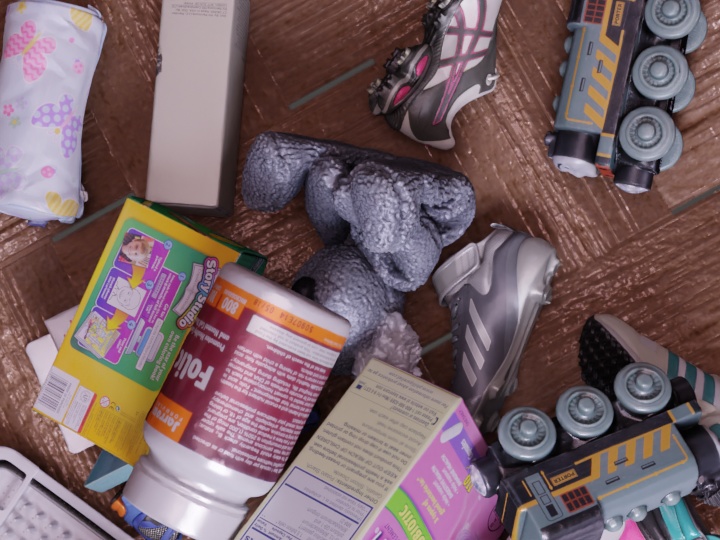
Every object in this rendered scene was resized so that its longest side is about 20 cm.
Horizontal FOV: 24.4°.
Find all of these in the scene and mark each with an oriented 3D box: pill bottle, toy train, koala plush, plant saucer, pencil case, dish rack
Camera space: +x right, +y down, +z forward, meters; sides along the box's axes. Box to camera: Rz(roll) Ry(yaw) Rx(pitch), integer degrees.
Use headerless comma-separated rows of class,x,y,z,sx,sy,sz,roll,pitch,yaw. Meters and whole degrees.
pill bottle,-0.099,0.105,1.303,0.114,0.114,0.200,26,89,7
toy train,0.189,0.152,1.313,0.200,0.085,0.114,-19,60,-16
koala plush,0.000,0.000,1.411,0.177,0.184,0.200,19,100,38
plant saucer,-0.147,0.135,1.437,0.200,0.070,0.019,-26,108,18
toy train,0.227,-0.169,1.429,0.114,0.085,0.200,12,89,19
pencil case,-0.281,-0.141,1.482,0.091,0.083,0.200,5,86,8
dish rack,-0.290,0.271,1.471,0.200,0.044,0.172,34,89,10

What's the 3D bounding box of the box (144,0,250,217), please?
box,-0.142,-0.151,1.470,0.068,0.082,0.200,5,85,6

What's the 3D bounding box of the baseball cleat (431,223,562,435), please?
baseball cleat,0.099,0.057,1.446,0.106,0.070,0.200,23,84,21

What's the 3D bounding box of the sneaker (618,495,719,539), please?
sneaker,0.256,0.258,1.401,0.121,0.084,0.200,-12,83,15

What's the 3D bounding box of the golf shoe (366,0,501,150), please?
golf shoe,0.091,-0.202,1.464,0.088,0.077,0.200,35,92,-13

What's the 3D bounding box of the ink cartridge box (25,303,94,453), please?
ink cartridge box,-0.195,0.072,1.465,0.200,0.068,0.116,-26,83,4

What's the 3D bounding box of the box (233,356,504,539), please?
box,0.017,0.207,1.341,0.097,0.176,0.200,24,65,36

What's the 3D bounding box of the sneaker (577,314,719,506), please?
sneaker,0.273,0.109,1.422,0.093,0.070,0.200,-20,56,-38

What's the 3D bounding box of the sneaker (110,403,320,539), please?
sneaker,-0.117,0.174,1.457,0.200,0.075,0.078,-32,98,7

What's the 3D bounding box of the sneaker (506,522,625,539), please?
sneaker,0.143,0.252,1.320,0.200,0.099,0.078,-35,116,-16

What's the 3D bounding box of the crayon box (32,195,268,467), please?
crayon box,-0.174,0.053,1.384,0.119,0.058,0.200,26,93,22
